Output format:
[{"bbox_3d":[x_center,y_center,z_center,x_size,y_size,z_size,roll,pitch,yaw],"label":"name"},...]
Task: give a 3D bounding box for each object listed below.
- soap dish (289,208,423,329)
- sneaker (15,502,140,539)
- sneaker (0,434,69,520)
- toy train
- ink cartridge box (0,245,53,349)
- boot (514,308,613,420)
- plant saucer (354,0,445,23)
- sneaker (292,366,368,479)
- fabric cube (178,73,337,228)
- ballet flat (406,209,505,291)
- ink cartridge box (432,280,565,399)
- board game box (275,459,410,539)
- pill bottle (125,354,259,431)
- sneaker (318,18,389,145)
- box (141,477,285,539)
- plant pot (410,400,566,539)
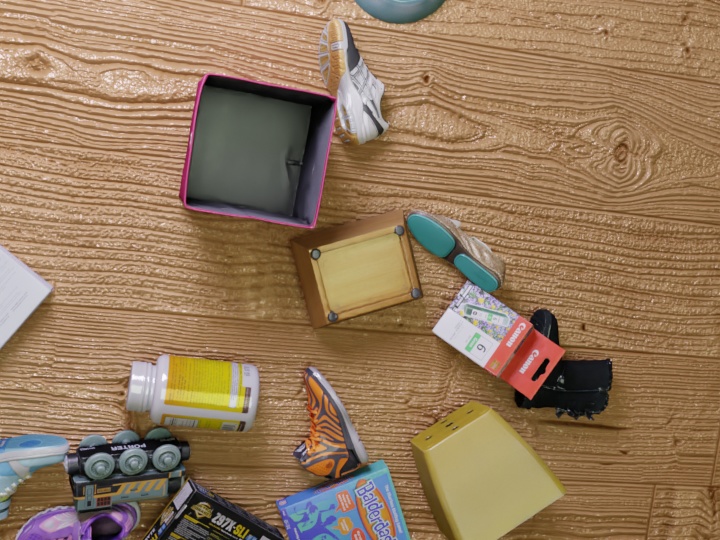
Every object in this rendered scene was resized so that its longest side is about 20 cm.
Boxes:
[{"bbox_3d":[0.000,0.000,1.530,0.200,0.081,0.158,-16,101,-12],"label":"soap dish"},{"bbox_3d":[-0.452,0.420,1.478,0.200,0.088,0.081,-15,102,-10],"label":"sneaker"},{"bbox_3d":[-0.547,0.332,1.450,0.200,0.080,0.131,-8,98,-2],"label":"sneaker"},{"bbox_3d":[-0.371,0.320,1.481,0.200,0.085,0.114,-2,111,-28],"label":"toy train"},{"bbox_3d":[-0.611,0.039,1.411,0.200,0.041,0.200,42,87,-15],"label":"ink cartridge box"},{"bbox_3d":[0.369,0.169,1.645,0.162,0.073,0.199,6,103,-12],"label":"boot"},{"bbox_3d":[0.067,-0.503,1.499,0.200,0.036,0.200,-2,99,-13],"label":"plant saucer"},{"bbox_3d":[-0.072,0.266,1.552,0.112,0.078,0.200,-28,103,-9],"label":"sneaker"},{"bbox_3d":[-0.162,-0.181,1.405,0.200,0.199,0.197,9,97,-15],"label":"fabric cube"},{"bbox_3d":[0.165,-0.044,1.574,0.200,0.071,0.065,41,48,-5],"label":"ballet flat"},{"bbox_3d":[0.234,0.118,1.571,0.200,0.050,0.109,35,89,16],"label":"ink cartridge box"},{"bbox_3d":[-0.027,0.435,1.603,0.200,0.045,0.152,-20,102,-11],"label":"board game box"},{"bbox_3d":[-0.267,0.194,1.479,0.200,0.109,0.109,8,96,-15],"label":"pill bottle"},{"bbox_3d":[-0.008,-0.306,1.499,0.088,0.076,0.200,-18,105,-26],"label":"sneaker"},{"bbox_3d":[-0.249,0.458,1.532,0.200,0.049,0.160,38,87,-28],"label":"box"},{"bbox_3d":[0.194,0.335,1.576,0.200,0.200,0.177,-31,92,-7],"label":"plant pot"}]
